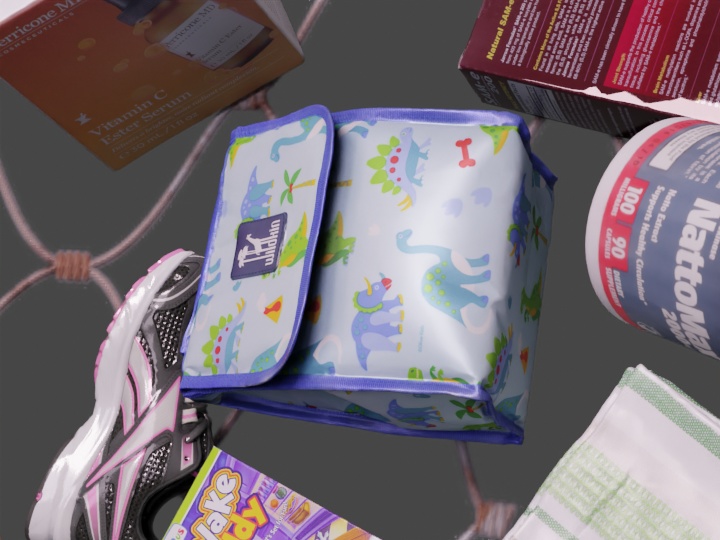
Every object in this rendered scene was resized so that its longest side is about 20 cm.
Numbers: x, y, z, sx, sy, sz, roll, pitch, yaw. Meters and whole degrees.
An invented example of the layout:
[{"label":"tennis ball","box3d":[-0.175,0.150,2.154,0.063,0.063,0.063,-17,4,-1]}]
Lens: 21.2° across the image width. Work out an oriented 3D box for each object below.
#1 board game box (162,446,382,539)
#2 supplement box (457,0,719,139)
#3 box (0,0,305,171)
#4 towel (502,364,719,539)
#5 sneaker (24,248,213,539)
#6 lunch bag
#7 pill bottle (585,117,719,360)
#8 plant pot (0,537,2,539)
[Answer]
[{"label":"board game box","box3d":[-0.073,0.222,1.100,0.134,0.045,0.201,25,82,26]},{"label":"supplement box","box3d":[0.170,-0.134,1.124,0.199,0.061,0.110,17,77,24]},{"label":"box","box3d":[-0.149,-0.172,1.179,0.152,0.200,0.107,-29,64,10]},{"label":"towel","box3d":[0.143,0.164,1.036,0.149,0.031,0.200,36,87,37]},{"label":"sneaker","box3d":[-0.119,0.090,1.157,0.086,0.080,0.201,22,88,13]},{"label":"lunch bag","box3d":[0.000,0.000,1.103,0.198,0.127,0.171,3,71,21]},{"label":"pill bottle","box3d":[0.224,-0.002,0.991,0.199,0.119,0.120,23,80,49]},{"label":"plant pot","box3d":[-0.300,0.191,1.132,0.174,0.201,0.200,-39,62,-16]}]
